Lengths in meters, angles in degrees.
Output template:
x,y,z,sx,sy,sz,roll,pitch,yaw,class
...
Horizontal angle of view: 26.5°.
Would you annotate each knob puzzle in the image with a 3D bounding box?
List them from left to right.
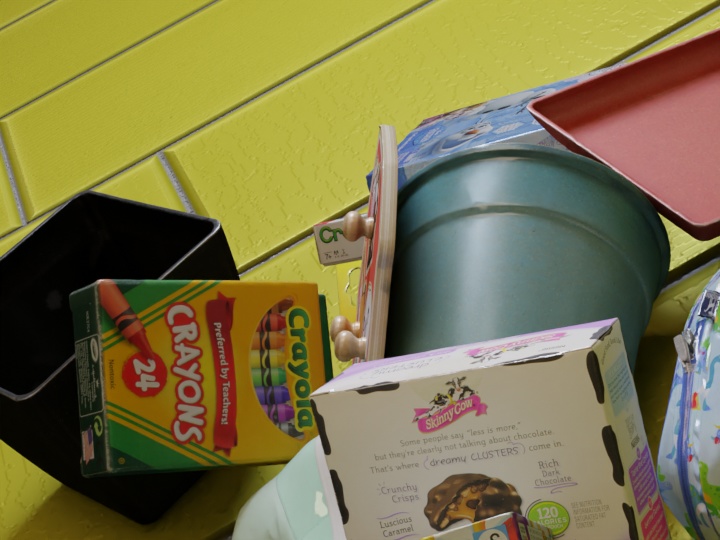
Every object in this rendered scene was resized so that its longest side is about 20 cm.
x,y,z,sx,sy,sz,roll,pitch,yaw,class
0.000,0.000,1.010,0.030,0.220,0.220,6,35,-2,knob puzzle

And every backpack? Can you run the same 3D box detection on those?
x,y,z,sx,sy,sz,roll,pitch,yaw,class
0.253,0.080,0.882,0.154,0.163,0.200,-22,37,25,backpack

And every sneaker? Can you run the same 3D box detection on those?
x,y,z,sx,sy,sz,roll,pitch,yaw,class
-0.027,0.210,0.981,0.118,0.074,0.200,-40,40,27,sneaker

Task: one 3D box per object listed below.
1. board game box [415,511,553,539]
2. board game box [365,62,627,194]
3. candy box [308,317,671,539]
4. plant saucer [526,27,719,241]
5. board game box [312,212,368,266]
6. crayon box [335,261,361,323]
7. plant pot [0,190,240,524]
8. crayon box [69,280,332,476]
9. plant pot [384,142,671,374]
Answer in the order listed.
x,y,z,sx,sy,sz,roll,pitch,yaw,class
0.064,0.231,0.736,0.103,0.105,0.200,-18,71,13,board game box
0.125,-0.112,1.293,0.199,0.043,0.200,-13,15,20,board game box
0.081,0.141,0.851,0.168,0.200,0.072,-11,7,24,candy box
0.253,-0.096,1.083,0.200,0.037,0.200,-22,39,-21,plant saucer
0.081,-0.041,1.132,0.200,0.035,0.126,-10,2,25,board game box
0.081,0.000,1.210,0.200,0.051,0.127,-20,32,10,crayon box
-0.195,0.077,1.183,0.200,0.177,0.200,15,50,47,plant pot
-0.094,0.072,1.057,0.200,0.127,0.051,0,-10,-33,crayon box
0.096,0.056,0.999,0.200,0.200,0.196,-10,43,26,plant pot
